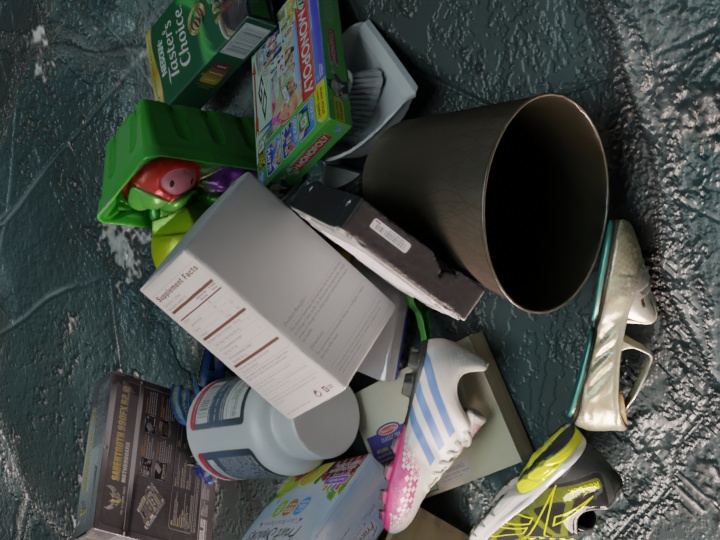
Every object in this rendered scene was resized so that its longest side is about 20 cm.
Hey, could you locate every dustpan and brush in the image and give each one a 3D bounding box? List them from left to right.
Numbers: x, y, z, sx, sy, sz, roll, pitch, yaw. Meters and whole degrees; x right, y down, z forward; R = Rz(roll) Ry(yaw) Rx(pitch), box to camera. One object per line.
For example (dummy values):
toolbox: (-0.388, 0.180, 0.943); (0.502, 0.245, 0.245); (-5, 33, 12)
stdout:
dustpan and brush: (-0.031, -0.141, 1.173); (0.201, 0.057, 0.140); (-62, 40, 32)

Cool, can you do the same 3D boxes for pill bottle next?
pill bottle: (-0.095, 0.169, 1.287); (0.200, 0.119, 0.120); (-15, 89, 50)

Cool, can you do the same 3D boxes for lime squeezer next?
lime squeezer: (0.079, 0.011, 1.138); (0.071, 0.038, 0.201); (43, 117, 50)

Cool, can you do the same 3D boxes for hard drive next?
hard drive: (0.000, 0.000, 1.213); (0.132, 0.025, 0.201); (19, 105, 40)
hard drive: (0.017, -0.022, 1.044); (0.038, 0.139, 0.200); (-54, 19, -1)

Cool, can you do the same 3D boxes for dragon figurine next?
dragon figurine: (-0.189, 0.153, 1.398); (0.059, 0.099, 0.201); (-29, 80, 43)

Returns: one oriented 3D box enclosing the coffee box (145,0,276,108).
coffee box: (-0.172, -0.267, 1.297); (0.200, 0.044, 0.124); (-35, 58, 43)

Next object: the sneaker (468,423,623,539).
sneaker: (0.170, 0.229, 1.088); (0.085, 0.074, 0.200); (39, 137, 8)

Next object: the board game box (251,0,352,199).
board game box: (-0.064, -0.191, 1.182); (0.135, 0.029, 0.201); (-42, 44, 43)

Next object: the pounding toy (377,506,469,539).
pounding toy: (0.016, 0.339, 1.197); (0.142, 0.200, 0.184); (30, 125, -2)

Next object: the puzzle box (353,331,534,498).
puzzle box: (0.077, 0.158, 1.195); (0.200, 0.025, 0.134); (-31, 78, 44)

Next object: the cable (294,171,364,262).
cable: (-0.001, -0.070, 1.181); (0.200, 0.050, 0.097); (-46, 46, 21)

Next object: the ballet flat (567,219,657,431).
ballet flat: (0.228, 0.050, 1.011); (0.062, 0.067, 0.201); (12, 114, 11)

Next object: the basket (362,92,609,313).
basket: (0.100, -0.072, 1.023); (0.200, 0.135, 0.181); (19, 115, 56)

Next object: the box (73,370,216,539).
box: (-0.248, 0.237, 1.380); (0.048, 0.158, 0.201); (-35, 44, 42)

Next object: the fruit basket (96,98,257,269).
fruit basket: (-0.175, -0.063, 1.260); (0.155, 0.215, 0.216); (-39, 73, 42)

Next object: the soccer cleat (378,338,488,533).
soccer cleat: (0.072, 0.166, 1.118); (0.086, 0.070, 0.201); (12, 101, 4)

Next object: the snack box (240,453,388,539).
snack box: (-0.059, 0.284, 1.221); (0.068, 0.169, 0.200); (44, 152, -9)

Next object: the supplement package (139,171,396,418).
supplement package: (-0.089, 0.027, 1.125); (0.200, 0.117, 0.117); (43, 143, -10)
